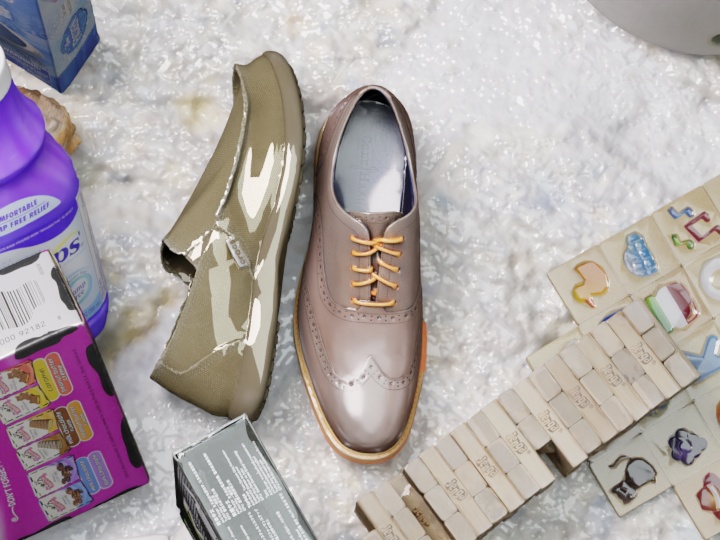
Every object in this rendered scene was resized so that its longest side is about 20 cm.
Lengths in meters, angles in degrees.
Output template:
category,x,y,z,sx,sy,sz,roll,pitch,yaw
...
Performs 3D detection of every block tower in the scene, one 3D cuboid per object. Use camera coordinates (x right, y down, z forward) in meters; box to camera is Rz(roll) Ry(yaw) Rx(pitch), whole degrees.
category,x,y,z,sx,sy,sz,roll,pitch,yaw
block tower,0.085,0.091,1.348,0.200,0.058,0.054,-36,83,-8

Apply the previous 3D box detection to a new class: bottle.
category,x,y,z,sx,sy,sz,roll,pitch,yaw
bottle,-0.180,-0.032,1.292,0.083,0.200,0.065,-27,51,-16

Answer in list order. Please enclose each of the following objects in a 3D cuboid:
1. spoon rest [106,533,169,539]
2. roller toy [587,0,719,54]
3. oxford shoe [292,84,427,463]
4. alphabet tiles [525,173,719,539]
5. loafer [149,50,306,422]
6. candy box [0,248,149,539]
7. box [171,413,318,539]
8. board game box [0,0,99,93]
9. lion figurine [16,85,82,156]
category,x,y,z,sx,sy,sz,roll,pitch,yaw
spoon rest,-0.105,0.232,1.321,0.099,0.061,0.200,-6,92,-3
roller toy,0.192,-0.219,1.380,0.200,0.140,0.183,20,77,2
oxford shoe,0.000,0.000,1.358,0.071,0.073,0.200,-2,79,-4
alphabet tiles,0.198,0.041,1.395,0.200,0.006,0.167,-29,82,-9
loafer,-0.070,-0.021,1.358,0.067,0.076,0.200,7,78,-8
candy box,-0.220,0.089,1.294,0.200,0.136,0.061,-24,48,-9
box,-0.027,0.178,1.259,0.047,0.193,0.200,-29,82,-7
board game box,-0.232,-0.182,1.320,0.200,0.199,0.043,32,78,4
lion figurine,-0.256,-0.081,1.364,0.200,0.072,0.123,32,68,9
